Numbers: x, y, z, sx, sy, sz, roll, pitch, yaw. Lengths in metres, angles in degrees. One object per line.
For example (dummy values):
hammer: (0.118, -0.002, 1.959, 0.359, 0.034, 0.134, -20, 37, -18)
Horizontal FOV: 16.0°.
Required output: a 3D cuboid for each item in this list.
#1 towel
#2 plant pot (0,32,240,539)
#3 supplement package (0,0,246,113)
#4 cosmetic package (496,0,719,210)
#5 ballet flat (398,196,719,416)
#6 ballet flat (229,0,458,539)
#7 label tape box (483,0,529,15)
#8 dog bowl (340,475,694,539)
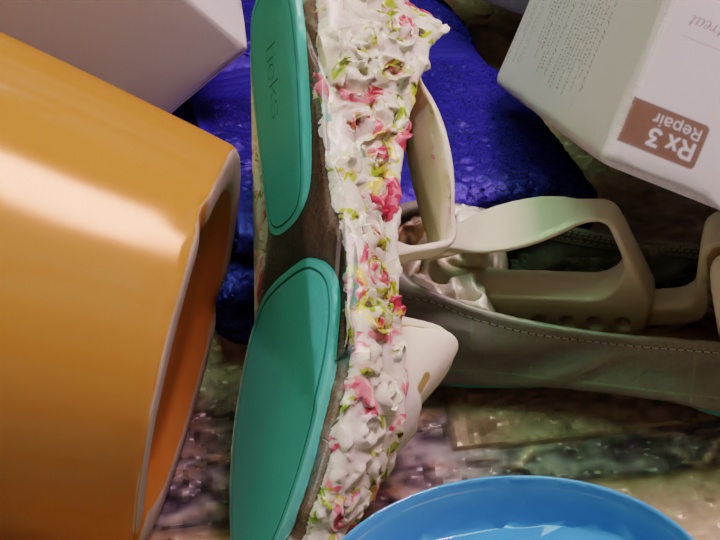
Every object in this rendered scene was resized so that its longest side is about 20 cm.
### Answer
towel: (-0.014, -0.056, 0.932, 0.147, 0.050, 0.200, -17, 36, -12)
plant pot: (-0.138, 0.003, 0.768, 0.182, 0.201, 0.200, 14, 37, 2)
supplement package: (-0.151, -0.131, 0.892, 0.120, 0.200, 0.121, -38, 33, 21)
cosmetic package: (0.113, -0.062, 0.808, 0.101, 0.074, 0.200, 20, 6, -10)
ballet flat: (0.096, 0.009, 0.807, 0.199, 0.064, 0.067, 3, 36, 14)
ballet flat: (0.000, 0.000, 0.776, 0.064, 0.201, 0.076, 9, -15, -25)
label tape box: (0.119, -0.146, 0.990, 0.199, 0.063, 0.144, 21, 41, 16)
dog bowl: (0.024, 0.134, 0.655, 0.111, 0.050, 0.200, 9, 38, 22)
